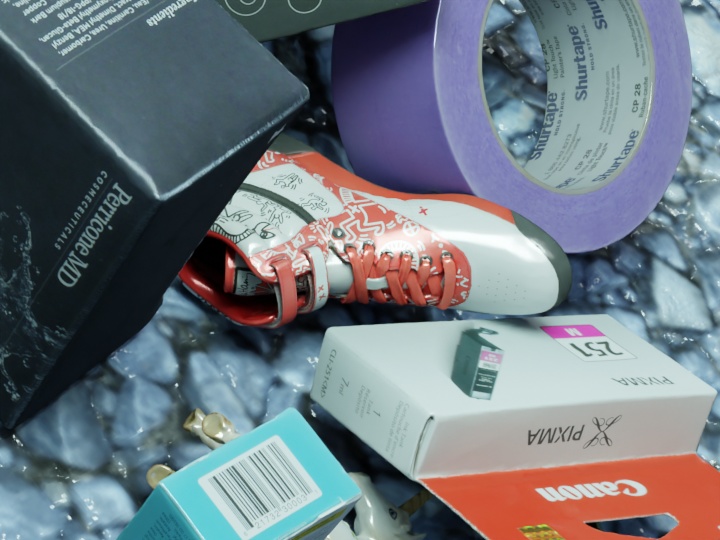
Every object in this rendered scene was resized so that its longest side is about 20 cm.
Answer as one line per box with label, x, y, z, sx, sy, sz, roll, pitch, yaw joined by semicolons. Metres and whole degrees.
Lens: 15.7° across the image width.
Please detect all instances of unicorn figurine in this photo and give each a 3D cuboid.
unicorn figurine;-0.030;0.118;1.233;0.137;0.074;0.200;35;14;-7

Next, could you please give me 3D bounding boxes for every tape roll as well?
tape roll;0.085;-0.107;1.425;0.200;0.085;0.200;3;86;-42

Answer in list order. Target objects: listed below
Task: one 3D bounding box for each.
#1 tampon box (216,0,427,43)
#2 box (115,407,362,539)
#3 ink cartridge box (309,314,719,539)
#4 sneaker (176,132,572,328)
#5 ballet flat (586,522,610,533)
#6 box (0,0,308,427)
tampon box;-0.066;-0.202;1.306;0.200;0.150;0.126;-15;25;-3
box;-0.081;0.141;1.110;0.082;0.200;0.049;-28;74;-42
ink cartridge box;0.103;0.081;1.298;0.200;0.044;0.174;-2;26;-39
sneaker;-0.001;0.001;1.337;0.201;0.067;0.108;21;42;15
ballet flat;0.106;0.135;1.328;0.067;0.062;0.200;-6;59;-35
box;-0.164;-0.070;1.218;0.200;0.197;0.117;44;46;6
